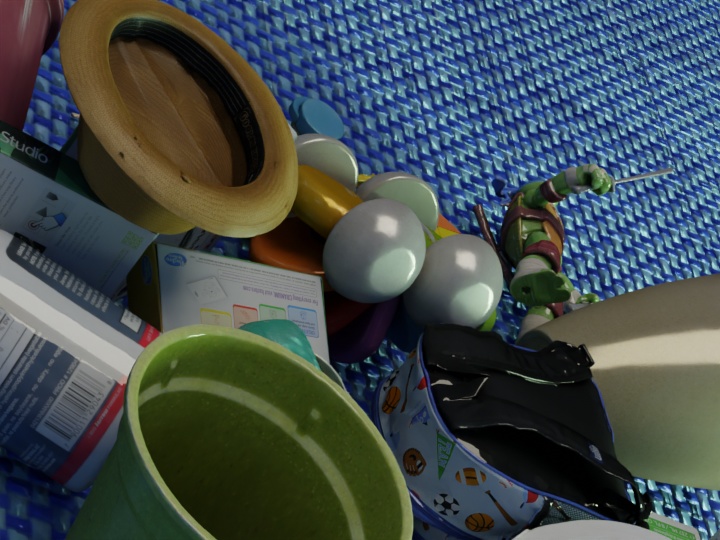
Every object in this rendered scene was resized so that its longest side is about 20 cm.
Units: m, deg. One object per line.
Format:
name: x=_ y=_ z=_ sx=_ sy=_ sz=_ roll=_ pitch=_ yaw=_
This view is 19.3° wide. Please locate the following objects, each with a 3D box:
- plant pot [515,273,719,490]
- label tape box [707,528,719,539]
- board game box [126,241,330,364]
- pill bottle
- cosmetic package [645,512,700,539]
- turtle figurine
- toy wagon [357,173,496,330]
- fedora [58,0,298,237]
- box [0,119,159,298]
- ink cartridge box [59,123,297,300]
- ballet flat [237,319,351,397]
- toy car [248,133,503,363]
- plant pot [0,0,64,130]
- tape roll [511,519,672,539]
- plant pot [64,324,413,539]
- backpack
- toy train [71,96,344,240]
plant pot: x=0.231 y=0.095 z=1.772 sx=0.198 sy=0.188 sz=0.188 roll=1 pitch=47 yaw=-28
label tape box: x=0.359 y=0.241 z=1.680 sx=0.143 sy=0.200 sz=0.066 roll=31 pitch=31 yaw=-14
board game box: x=-0.088 y=0.090 z=1.486 sx=0.152 sy=0.040 sz=0.202 roll=13 pitch=61 yaw=-37
pill bottle: x=-0.234 y=0.043 z=1.378 sx=0.199 sy=0.120 sz=0.120 roll=34 pitch=32 yaw=-9
cosmetic package: x=0.216 y=0.281 z=1.589 sx=0.107 sy=0.085 sz=0.201 roll=22 pitch=35 yaw=-30
turtle figurine: x=0.199 y=-0.013 z=1.881 sx=0.199 sy=0.144 sz=0.195 roll=28 pitch=39 yaw=-8
toy wagon: x=0.036 y=-0.021 z=1.817 sx=0.154 sy=0.040 sz=0.201 roll=17 pitch=38 yaw=-33
fedora: x=-0.134 y=-0.090 z=1.409 sx=0.200 sy=0.082 sz=0.202 roll=29 pitch=38 yaw=-26
box: x=-0.253 y=-0.032 z=1.426 sx=0.199 sy=0.145 sz=0.036 roll=28 pitch=34 yaw=-20
ink cartridge box: x=-0.155 y=-0.059 z=1.562 sx=0.083 sy=0.147 sz=0.200 roll=46 pitch=33 yaw=9
ballet flat: x=-0.019 y=0.118 z=1.452 sx=0.070 sy=0.067 sz=0.201 roll=-30 pitch=89 yaw=-37
toy car: x=0.000 y=0.000 z=1.647 sx=0.199 sy=0.151 sz=0.175 roll=22 pitch=15 yaw=-37
plant pot: x=-0.308 y=-0.151 z=1.491 sx=0.199 sy=0.200 sz=0.180 roll=16 pitch=54 yaw=-33
tape roll: x=0.165 y=0.270 z=1.462 sx=0.200 sy=0.071 sz=0.204 roll=0 pitch=45 yaw=0
plant pot: x=-0.099 y=0.170 z=1.301 sx=0.199 sy=0.185 sz=0.201 roll=26 pitch=35 yaw=-20
backpack: x=0.097 y=0.133 z=1.587 sx=0.190 sy=0.154 sz=0.201 roll=29 pitch=26 yaw=-31
toy train: x=-0.119 y=-0.116 z=1.699 sx=0.199 sy=0.116 sz=0.085 roll=27 pitch=33 yaw=-20
